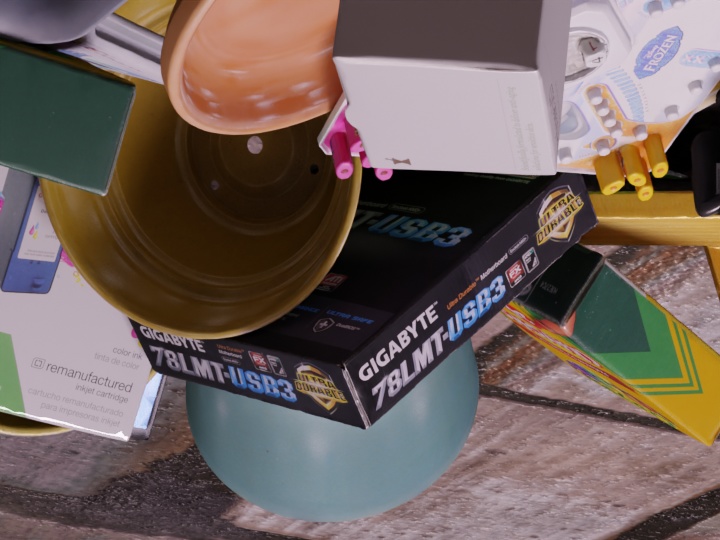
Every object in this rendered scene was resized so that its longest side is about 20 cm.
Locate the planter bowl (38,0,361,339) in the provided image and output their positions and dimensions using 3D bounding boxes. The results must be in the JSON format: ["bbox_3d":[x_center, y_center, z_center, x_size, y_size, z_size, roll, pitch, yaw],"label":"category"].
[{"bbox_3d":[-0.074,-0.067,1.343,0.199,0.202,0.083,-3,-175,25],"label":"planter bowl"}]

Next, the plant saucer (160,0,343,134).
[{"bbox_3d":[-0.010,-0.141,1.152,0.199,0.038,0.200,-28,159,-11],"label":"plant saucer"}]

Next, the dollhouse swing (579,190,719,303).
[{"bbox_3d":[0.211,0.027,1.453,0.175,0.183,0.200,-15,176,-2],"label":"dollhouse swing"}]

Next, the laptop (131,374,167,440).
[{"bbox_3d":[-0.201,0.037,1.744,0.176,0.104,0.200,12,160,-19],"label":"laptop"}]

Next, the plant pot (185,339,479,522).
[{"bbox_3d":[-0.022,0.037,1.573,0.199,0.202,0.161,4,148,5],"label":"plant pot"}]

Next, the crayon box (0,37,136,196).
[{"bbox_3d":[-0.215,-0.095,1.161,0.172,0.059,0.200,15,-176,-20],"label":"crayon box"}]

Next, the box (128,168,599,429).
[{"bbox_3d":[0.000,0.000,1.374,0.199,0.198,0.050,11,133,49],"label":"box"}]

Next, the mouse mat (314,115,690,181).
[{"bbox_3d":[0.072,-0.072,1.402,0.199,0.008,0.161,8,180,-32],"label":"mouse mat"}]

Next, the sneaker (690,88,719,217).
[{"bbox_3d":[0.247,-0.042,1.305,0.114,0.077,0.200,-23,134,20],"label":"sneaker"}]

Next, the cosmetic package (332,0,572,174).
[{"bbox_3d":[0.045,-0.151,0.984,0.084,0.201,0.108,3,162,9],"label":"cosmetic package"}]

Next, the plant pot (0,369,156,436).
[{"bbox_3d":[-0.222,-0.012,1.528,0.199,0.201,0.142,18,-176,-32],"label":"plant pot"}]

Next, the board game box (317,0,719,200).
[{"bbox_3d":[0.104,-0.106,1.209,0.199,0.026,0.200,3,144,-24],"label":"board game box"}]

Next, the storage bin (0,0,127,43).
[{"bbox_3d":[-0.188,-0.195,1.028,0.199,0.135,0.145,16,159,-25],"label":"storage bin"}]

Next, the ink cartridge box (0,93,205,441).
[{"bbox_3d":[-0.182,-0.018,1.414,0.145,0.201,0.087,18,180,-33],"label":"ink cartridge box"}]

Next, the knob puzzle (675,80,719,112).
[{"bbox_3d":[0.100,-0.101,1.308,0.218,0.031,0.220,3,163,1],"label":"knob puzzle"}]

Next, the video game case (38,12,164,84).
[{"bbox_3d":[-0.196,-0.136,1.234,0.199,0.022,0.182,16,179,23],"label":"video game case"}]

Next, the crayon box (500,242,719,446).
[{"bbox_3d":[0.149,0.037,1.464,0.200,0.051,0.127,36,176,-40],"label":"crayon box"}]
